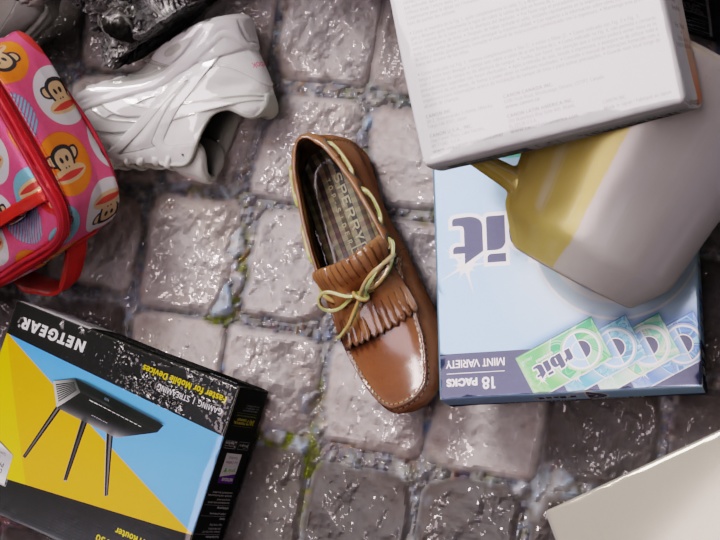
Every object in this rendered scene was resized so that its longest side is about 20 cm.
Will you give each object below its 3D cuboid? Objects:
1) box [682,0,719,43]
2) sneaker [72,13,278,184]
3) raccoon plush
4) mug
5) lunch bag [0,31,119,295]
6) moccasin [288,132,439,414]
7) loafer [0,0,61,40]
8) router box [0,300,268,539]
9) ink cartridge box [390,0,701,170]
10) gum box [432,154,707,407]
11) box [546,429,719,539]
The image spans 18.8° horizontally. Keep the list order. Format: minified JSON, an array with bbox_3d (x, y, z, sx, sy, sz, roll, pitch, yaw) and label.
[{"bbox_3d":[0.153,-0.239,1.332,0.198,0.198,0.124,20,90,11],"label":"box"},{"bbox_3d":[-0.145,-0.097,1.549,0.199,0.078,0.100,-30,80,24],"label":"sneaker"},{"bbox_3d":[-0.155,-0.236,1.544,0.199,0.097,0.134,-34,89,-21],"label":"raccoon plush"},{"bbox_3d":[0.147,-0.072,1.315,0.186,0.149,0.154,29,96,24],"label":"mug"},{"bbox_3d":[-0.261,-0.060,1.551,0.199,0.082,0.177,-26,96,48],"label":"lunch bag"},{"bbox_3d":[0.001,-0.001,1.456,0.073,0.078,0.203,-21,73,21],"label":"moccasin"},{"bbox_3d":[-0.300,-0.170,1.615,0.200,0.069,0.070,-40,38,33],"label":"loafer"},{"bbox_3d":[-0.177,0.123,1.536,0.199,0.051,0.150,18,91,27],"label":"router box"},{"bbox_3d":[0.094,-0.172,1.237,0.161,0.050,0.202,-13,84,22],"label":"ink cartridge box"},{"bbox_3d":[0.133,-0.018,1.395,0.168,0.045,0.202,-3,80,12],"label":"gum box"},{"bbox_3d":[0.221,0.146,1.329,0.199,0.068,0.083,-26,70,20],"label":"box"}]
